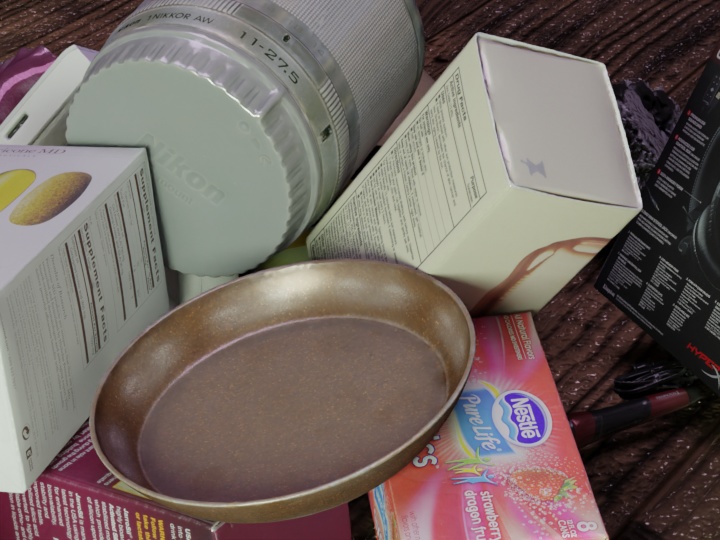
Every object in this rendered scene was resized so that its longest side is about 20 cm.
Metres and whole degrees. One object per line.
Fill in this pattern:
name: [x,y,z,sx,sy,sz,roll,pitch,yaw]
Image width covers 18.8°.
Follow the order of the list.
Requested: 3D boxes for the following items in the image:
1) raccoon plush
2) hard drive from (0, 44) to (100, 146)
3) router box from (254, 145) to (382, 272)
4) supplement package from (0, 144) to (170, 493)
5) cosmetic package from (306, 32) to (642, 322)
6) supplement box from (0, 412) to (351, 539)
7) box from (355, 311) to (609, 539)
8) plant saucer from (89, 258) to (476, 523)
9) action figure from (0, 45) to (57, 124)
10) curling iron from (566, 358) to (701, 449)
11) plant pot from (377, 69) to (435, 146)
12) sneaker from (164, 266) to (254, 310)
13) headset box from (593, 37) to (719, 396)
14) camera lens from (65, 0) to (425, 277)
raccoon plush: [0.164,-0.035,1.464,0.097,0.134,0.200,28,39,-32]
hard drive: [-0.183,-0.087,1.481,0.027,0.132,0.200,46,14,17]
router box: [0.000,0.000,1.348,0.199,0.052,0.158,6,61,23]
supplement package: [-0.194,0.019,1.161,0.113,0.110,0.200,2,26,18]
cosmetic package: [0.057,-0.025,1.186,0.087,0.200,0.104,9,55,-27]
supplement box: [-0.117,0.122,1.158,0.199,0.086,0.110,12,31,33]
box: [0.059,0.116,1.110,0.102,0.095,0.200,-5,32,-4]
plant saucer: [-0.036,0.064,1.095,0.199,0.035,0.201,-12,32,8]
action figure: [-0.293,-0.085,1.651,0.149,0.134,0.200,41,48,-3]
curling iron: [0.115,0.094,1.252,0.199,0.026,0.050,-22,16,-26]
plant pot: [-0.008,-0.083,1.495,0.200,0.188,0.187,33,42,29]
sneaker: [-0.115,-0.003,1.324,0.087,0.075,0.200,-32,60,-11]
headset box: [0.242,-0.037,1.277,0.077,0.200,0.149,17,16,-34]
camera lens: [-0.063,-0.110,1.283,0.159,0.160,0.200,8,37,24]
